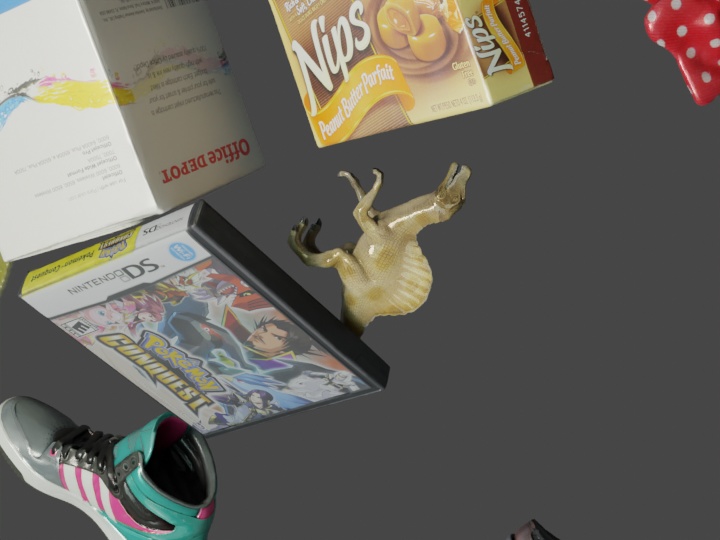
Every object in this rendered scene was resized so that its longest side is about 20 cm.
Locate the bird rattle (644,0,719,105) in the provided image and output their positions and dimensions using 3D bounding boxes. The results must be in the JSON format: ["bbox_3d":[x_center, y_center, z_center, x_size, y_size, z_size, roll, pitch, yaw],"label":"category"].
[{"bbox_3d":[0.239,-0.189,0.828,0.200,0.113,0.163,1,126,37],"label":"bird rattle"}]

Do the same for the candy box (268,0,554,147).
[{"bbox_3d":[0.024,-0.149,0.930,0.200,0.055,0.116,-5,106,59],"label":"candy box"}]

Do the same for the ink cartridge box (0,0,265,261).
[{"bbox_3d":[-0.188,-0.129,1.041,0.144,0.147,0.200,-16,97,30],"label":"ink cartridge box"}]

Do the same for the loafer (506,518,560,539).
[{"bbox_3d":[0.190,0.230,1.018,0.200,0.072,0.063,41,100,3],"label":"loafer"}]

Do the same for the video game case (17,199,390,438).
[{"bbox_3d":[-0.109,0.043,1.053,0.181,0.026,0.200,-19,132,36],"label":"video game case"}]

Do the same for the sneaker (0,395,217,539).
[{"bbox_3d":[-0.188,0.142,1.162,0.200,0.084,0.121,38,124,3],"label":"sneaker"}]

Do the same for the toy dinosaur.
[{"bbox_3d":[0.000,0.000,1.039,0.101,0.058,0.200,36,118,11],"label":"toy dinosaur"}]
